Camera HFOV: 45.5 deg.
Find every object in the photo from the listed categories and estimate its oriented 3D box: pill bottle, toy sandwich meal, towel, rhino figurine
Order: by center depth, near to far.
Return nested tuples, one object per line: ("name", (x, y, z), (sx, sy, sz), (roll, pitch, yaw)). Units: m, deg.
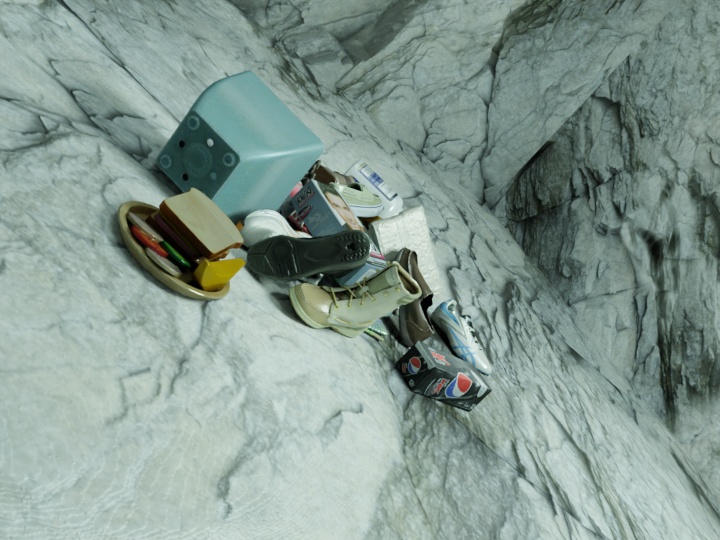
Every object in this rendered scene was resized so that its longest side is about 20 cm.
("toy sandwich meal", (-0.236, -0.043, 1.166), (0.205, 0.070, 0.205), (40, 15, -13))
("towel", (-0.027, 0.038, 1.583), (0.143, 0.023, 0.200), (34, 17, -34))
("rhino figurine", (-0.131, -0.198, 1.616), (0.087, 0.060, 0.200), (28, 12, -1))
("towel", (0.094, -0.021, 1.744), (0.034, 0.132, 0.202), (10, -62, 57))
("pill bottle", (0.034, -0.168, 2.132), (0.200, 0.111, 0.111), (44, 15, 2))

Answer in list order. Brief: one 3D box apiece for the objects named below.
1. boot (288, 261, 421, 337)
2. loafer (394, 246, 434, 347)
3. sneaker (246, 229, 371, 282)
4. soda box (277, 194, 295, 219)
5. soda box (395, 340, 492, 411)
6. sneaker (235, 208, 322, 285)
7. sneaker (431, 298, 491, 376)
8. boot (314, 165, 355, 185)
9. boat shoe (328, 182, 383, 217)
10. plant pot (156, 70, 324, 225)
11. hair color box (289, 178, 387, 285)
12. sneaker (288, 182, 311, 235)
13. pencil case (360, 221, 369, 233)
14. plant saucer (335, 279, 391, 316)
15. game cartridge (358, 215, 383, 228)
("boot", (-0.006, 0.037, 1.371), (0.199, 0.154, 0.073), (25, 42, -52))
("loafer", (0.111, 0.048, 1.664), (0.073, 0.070, 0.202), (36, 45, -61))
("sneaker", (-0.081, -0.018, 1.384), (0.114, 0.197, 0.077), (95, -14, -78))
("soda box", (-0.194, -0.166, 1.614), (0.063, 0.068, 0.201), (28, 22, -44))
("soda box", (0.153, 0.194, 1.552), (0.199, 0.063, 0.071), (26, 23, -47))
("sneaker", (-0.126, -0.033, 1.429), (0.199, 0.076, 0.092), (23, 29, -50))
("sneaker", (0.226, 0.144, 1.862), (0.072, 0.072, 0.201), (25, 25, -53))
("boot", (-0.069, -0.199, 1.913), (0.145, 0.071, 0.199), (4, 11, -43))
("boat shoe", (-0.007, -0.146, 1.741), (0.072, 0.063, 0.200), (21, 15, 25))
("plant pot", (-0.216, -0.191, 1.408), (0.196, 0.196, 0.200), (45, 23, 6))
("hair color box", (-0.035, -0.064, 1.542), (0.201, 0.061, 0.099), (56, 20, 24))
("sneaker", (-0.102, -0.110, 1.693), (0.200, 0.074, 0.087), (38, 17, -22))
("pencil case", (-0.021, -0.079, 1.810), (0.200, 0.078, 0.090), (49, -3, 20))
("plant saucer", (0.000, 0.000, 1.627), (0.200, 0.027, 0.201), (42, 20, -19))
("game cartridge", (0.072, -0.042, 1.850), (0.201, 0.032, 0.176), (57, -9, -27))
